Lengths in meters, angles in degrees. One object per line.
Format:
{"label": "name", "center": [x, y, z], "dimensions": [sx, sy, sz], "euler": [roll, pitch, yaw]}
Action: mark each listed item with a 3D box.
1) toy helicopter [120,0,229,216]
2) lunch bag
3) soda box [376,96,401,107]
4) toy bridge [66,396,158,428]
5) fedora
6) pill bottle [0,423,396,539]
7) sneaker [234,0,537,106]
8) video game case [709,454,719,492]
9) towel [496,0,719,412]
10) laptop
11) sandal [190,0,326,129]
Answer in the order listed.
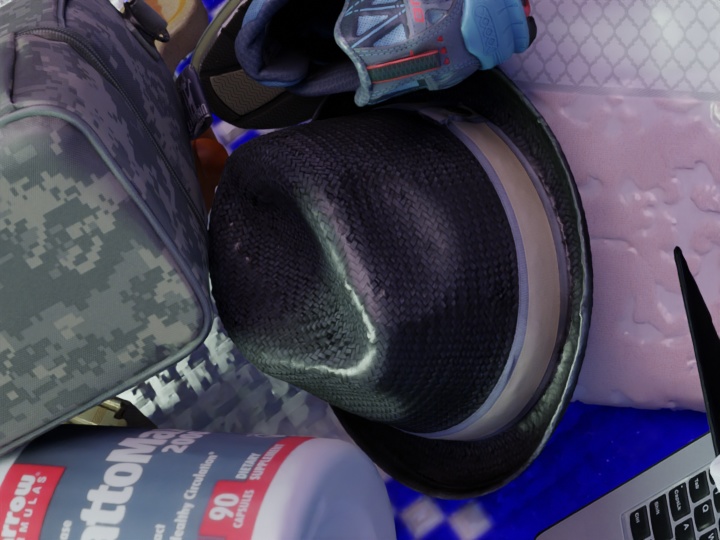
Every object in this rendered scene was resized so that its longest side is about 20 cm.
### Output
{"label": "toy helicopter", "center": [-0.110, -0.065, 0.952], "dimensions": [0.132, 0.079, 0.201], "euler": [-3, 50, 27]}
{"label": "lunch bag", "center": [-0.161, -0.023, 0.812], "dimensions": [0.199, 0.140, 0.168], "euler": [-29, 34, 10]}
{"label": "soda box", "center": [0.094, -0.122, 0.900], "dimensions": [0.200, 0.064, 0.068], "euler": [-34, 55, 3]}
{"label": "toy bridge", "center": [-0.184, 0.045, 0.923], "dimensions": [0.199, 0.067, 0.027], "euler": [15, 69, 30]}
{"label": "fedora", "center": [0.000, 0.000, 0.803], "dimensions": [0.200, 0.091, 0.202], "euler": [1, 91, 54]}
{"label": "pill bottle", "center": [-0.096, 0.123, 0.810], "dimensions": [0.199, 0.120, 0.120], "euler": [1, 63, 23]}
{"label": "sneaker", "center": [-0.019, -0.118, 0.812], "dimensions": [0.095, 0.080, 0.200], "euler": [-31, 29, -18]}
{"label": "video game case", "center": [0.198, 0.091, 0.623], "dimensions": [0.143, 0.200, 0.018], "euler": [-41, 26, -20]}
{"label": "towel", "center": [0.140, -0.035, 0.792], "dimensions": [0.199, 0.032, 0.192], "euler": [5, 102, 25]}
{"label": "laptop", "center": [0.095, 0.130, 0.674], "dimensions": [0.200, 0.116, 0.188], "euler": [-39, 46, 42]}
{"label": "sandal", "center": [-0.018, -0.148, 0.964], "dimensions": [0.057, 0.080, 0.201], "euler": [8, 57, 44]}
